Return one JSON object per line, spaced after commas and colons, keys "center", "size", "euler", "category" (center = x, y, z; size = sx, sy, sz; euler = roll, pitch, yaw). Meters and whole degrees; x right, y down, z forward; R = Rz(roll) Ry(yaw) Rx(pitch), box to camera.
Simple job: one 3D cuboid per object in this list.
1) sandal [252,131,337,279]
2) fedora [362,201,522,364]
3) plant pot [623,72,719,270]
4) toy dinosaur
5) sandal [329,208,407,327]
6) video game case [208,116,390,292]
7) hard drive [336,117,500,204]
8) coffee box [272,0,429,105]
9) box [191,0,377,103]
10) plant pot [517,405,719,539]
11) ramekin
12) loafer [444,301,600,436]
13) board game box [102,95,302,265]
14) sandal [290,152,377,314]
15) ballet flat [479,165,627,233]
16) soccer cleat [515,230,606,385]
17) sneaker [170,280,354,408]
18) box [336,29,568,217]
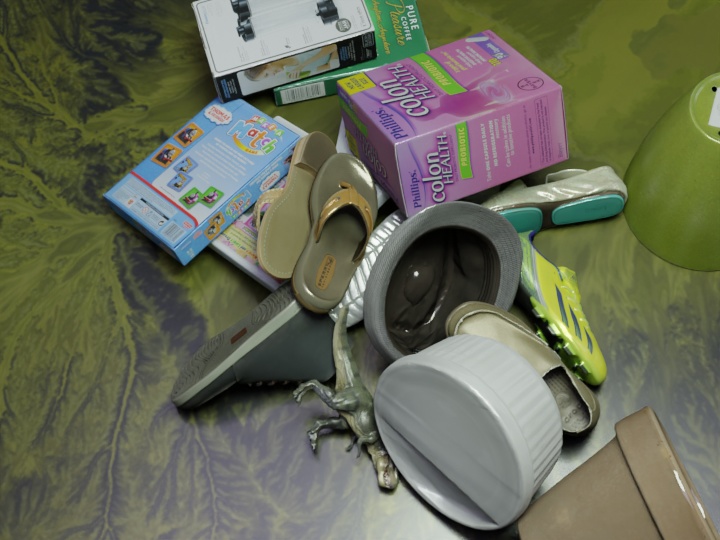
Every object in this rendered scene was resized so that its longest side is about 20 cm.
{"center": [-0.085, -0.062, 1.506], "size": [0.070, 0.078, 0.212], "euler": [-23, 37, 41], "category": "sandal"}
{"center": [0.077, 0.009, 1.472], "size": [0.177, 0.090, 0.200], "euler": [9, 106, -24], "category": "fedora"}
{"center": [0.394, -0.127, 1.486], "size": [0.187, 0.200, 0.187], "euler": [-1, 64, 3], "category": "plant pot"}
{"center": [-0.022, 0.145, 1.451], "size": [0.088, 0.047, 0.200], "euler": [-19, 92, -2], "category": "toy dinosaur"}
{"center": [0.004, 0.006, 1.533], "size": [0.203, 0.050, 0.083], "euler": [-34, 83, -4], "category": "sandal"}
{"center": [-0.092, -0.077, 1.563], "size": [0.200, 0.024, 0.182], "euler": [34, 71, 34], "category": "video game case"}
{"center": [0.073, -0.146, 1.611], "size": [0.200, 0.026, 0.132], "euler": [7, 66, 7], "category": "hard drive"}
{"center": [-0.020, -0.281, 1.669], "size": [0.200, 0.044, 0.123], "euler": [-13, 64, -2], "category": "coffee box"}
{"center": [-0.091, -0.289, 1.620], "size": [0.200, 0.060, 0.117], "euler": [-18, 65, -4], "category": "box"}
{"center": [0.254, 0.258, 1.337], "size": [0.174, 0.200, 0.200], "euler": [-26, 65, 10], "category": "plant pot"}
{"center": [0.115, 0.157, 1.378], "size": [0.202, 0.202, 0.094], "euler": [42, 52, 20], "category": "ramekin"}
{"center": [0.178, 0.104, 1.428], "size": [0.200, 0.067, 0.076], "euler": [35, 89, -4], "category": "loafer"}
{"center": [-0.181, -0.113, 1.580], "size": [0.200, 0.037, 0.151], "euler": [-44, 50, -14], "category": "board game box"}
{"center": [-0.021, -0.046, 1.458], "size": [0.080, 0.054, 0.200], "euler": [25, 56, -14], "category": "sandal"}
{"center": [0.207, -0.079, 1.555], "size": [0.200, 0.067, 0.062], "euler": [-10, 55, -7], "category": "ballet flat"}
{"center": [0.220, 0.036, 1.497], "size": [0.084, 0.065, 0.200], "euler": [-29, 67, -17], "category": "soccer cleat"}
{"center": [-0.107, 0.109, 1.479], "size": [0.200, 0.106, 0.075], "euler": [-37, 26, 13], "category": "sneaker"}
{"center": [0.101, -0.169, 1.507], "size": [0.200, 0.097, 0.176], "euler": [-21, 36, -11], "category": "box"}
